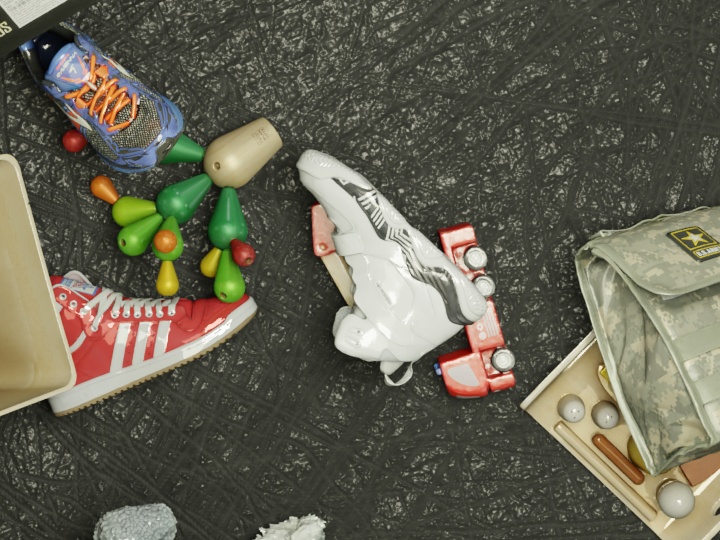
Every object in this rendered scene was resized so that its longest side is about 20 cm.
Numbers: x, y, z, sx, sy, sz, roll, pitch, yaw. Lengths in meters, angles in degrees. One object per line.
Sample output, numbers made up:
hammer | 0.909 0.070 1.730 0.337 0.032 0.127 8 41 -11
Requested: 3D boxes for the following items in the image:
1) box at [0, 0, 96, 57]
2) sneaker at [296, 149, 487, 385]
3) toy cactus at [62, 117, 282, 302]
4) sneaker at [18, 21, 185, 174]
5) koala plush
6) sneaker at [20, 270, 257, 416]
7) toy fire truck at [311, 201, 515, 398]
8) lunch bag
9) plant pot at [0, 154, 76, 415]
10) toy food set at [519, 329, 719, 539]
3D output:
box | -0.336 -0.249 1.360 0.199 0.086 0.164 -30 59 3
sneaker | 0.000 0.000 1.373 0.200 0.075 0.115 43 93 -7
toy cactus | -0.141 -0.076 1.410 0.165 0.102 0.200 -37 74 -13
sneaker | -0.221 -0.146 1.362 0.200 0.078 0.075 36 87 33
koala plush | -0.110 0.287 1.411 0.199 0.184 0.178 -13 63 -12
sneaker | -0.195 0.035 1.428 0.199 0.071 0.113 -25 98 4
toy fire truck | 0.044 0.022 1.438 0.140 0.049 0.201 -15 95 2
lunch bag | 0.283 0.041 1.372 0.163 0.118 0.201 -15 74 -28
plant pot | -0.383 0.033 1.358 0.176 0.199 0.201 -10 96 37
toy food set | 0.256 0.132 1.441 0.200 0.060 0.144 43 93 -4
